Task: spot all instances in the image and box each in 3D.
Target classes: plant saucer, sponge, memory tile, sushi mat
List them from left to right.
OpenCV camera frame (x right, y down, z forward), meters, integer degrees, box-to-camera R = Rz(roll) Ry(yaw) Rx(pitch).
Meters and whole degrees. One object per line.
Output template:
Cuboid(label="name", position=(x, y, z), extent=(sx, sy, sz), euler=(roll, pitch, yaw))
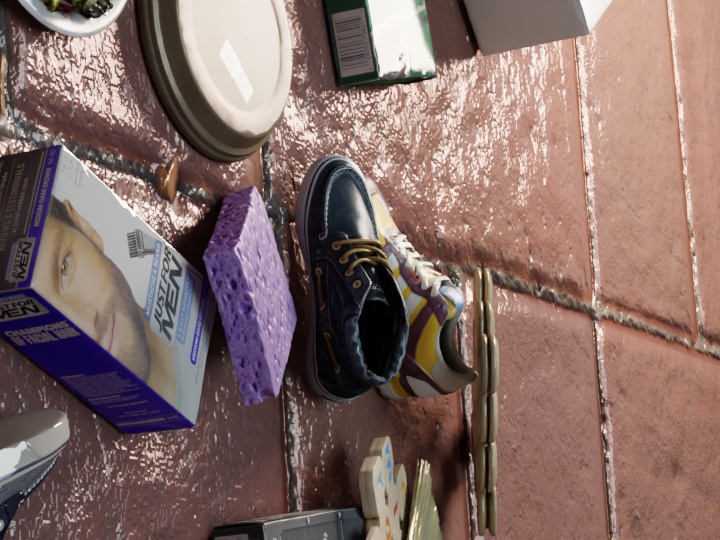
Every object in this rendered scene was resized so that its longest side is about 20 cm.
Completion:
Cuboid(label="plant saucer", position=(-0.106, -0.184, 1.750), extent=(0.200, 0.029, 0.202), euler=(27, 59, -58))
Cuboid(label="sponge", position=(-0.079, 0.015, 1.659), extent=(0.200, 0.030, 0.112), euler=(-81, 157, -75))
Cuboid(label="sushi mat", position=(0.049, 0.257, 1.868), extent=(0.201, 0.012, 0.096), euler=(-81, 163, -51))
Cuboid(label="memory tile", position=(0.107, 0.114, 1.961), extent=(0.154, 0.017, 0.201), euler=(-90, 180, -58))

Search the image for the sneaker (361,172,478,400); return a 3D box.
Cuboid(label="sneaker", position=(0.042, 0.009, 1.902), extent=(0.075, 0.090, 0.201), euler=(-43, 120, -58))

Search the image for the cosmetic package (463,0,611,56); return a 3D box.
Cuboid(label="cosmetic package", position=(0.168, -0.345, 2.214), extent=(0.200, 0.122, 0.201), euler=(-53, 126, -54))

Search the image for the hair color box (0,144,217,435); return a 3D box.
Cuboid(label="hair color box", position=(-0.176, 0.017, 1.518), extent=(0.200, 0.064, 0.110), euler=(44, 45, -47))

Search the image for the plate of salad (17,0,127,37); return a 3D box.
Cuboid(label="plate of salad", position=(-0.203, -0.262, 1.568), extent=(0.200, 0.048, 0.202), euler=(30, 56, -57))

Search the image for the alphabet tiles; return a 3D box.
Cuboid(label="alphabet tiles", position=(0.023, 0.240, 1.819), extent=(0.196, 0.014, 0.202), euler=(-60, 143, -72))

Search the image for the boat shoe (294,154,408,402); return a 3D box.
Cuboid(label="boat shoe", position=(0.000, 0.000, 1.803), extent=(0.070, 0.091, 0.202), euler=(3, 78, -28))

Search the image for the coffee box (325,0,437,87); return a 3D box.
Cuboid(label="coffee box", position=(0.009, -0.262, 1.972), extent=(0.123, 0.044, 0.202), euler=(-10, 91, -62))

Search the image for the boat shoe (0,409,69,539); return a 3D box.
Cuboid(label="boat shoe", position=(-0.239, 0.157, 1.359), extent=(0.200, 0.074, 0.093), euler=(-31, 116, -53))

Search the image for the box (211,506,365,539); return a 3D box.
Cuboid(label="box", position=(-0.042, 0.282, 1.705), extent=(0.158, 0.048, 0.202), euler=(1, 81, -64))
